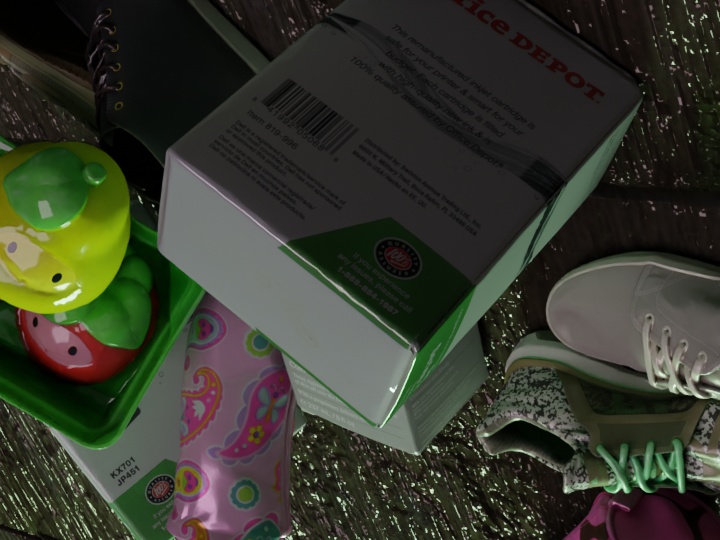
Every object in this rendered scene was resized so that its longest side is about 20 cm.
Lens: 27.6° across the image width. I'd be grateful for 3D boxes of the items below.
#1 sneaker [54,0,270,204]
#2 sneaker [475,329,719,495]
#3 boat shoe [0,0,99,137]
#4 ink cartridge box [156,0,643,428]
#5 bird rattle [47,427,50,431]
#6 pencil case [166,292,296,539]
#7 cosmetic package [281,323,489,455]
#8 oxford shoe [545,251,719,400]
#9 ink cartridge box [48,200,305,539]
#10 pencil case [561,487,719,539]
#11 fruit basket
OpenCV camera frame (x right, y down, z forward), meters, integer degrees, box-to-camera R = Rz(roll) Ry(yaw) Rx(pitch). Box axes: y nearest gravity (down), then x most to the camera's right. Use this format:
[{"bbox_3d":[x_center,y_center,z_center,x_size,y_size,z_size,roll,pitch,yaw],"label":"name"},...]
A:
[{"bbox_3d":[-0.145,-0.132,0.879,0.200,0.106,0.075,39,145,10],"label":"sneaker"},{"bbox_3d":[0.150,0.102,0.816,0.199,0.089,0.077,14,134,38],"label":"sneaker"},{"bbox_3d":[-0.185,-0.132,0.955,0.200,0.073,0.063,33,139,6],"label":"boat shoe"},{"bbox_3d":[0.021,-0.049,0.706,0.146,0.200,0.083,38,148,13],"label":"ink cartridge box"},{"bbox_3d":[-0.207,0.066,1.156,0.162,0.113,0.201,10,137,18],"label":"bird rattle"},{"bbox_3d":[-0.075,0.081,0.961,0.087,0.087,0.202,8,91,41],"label":"pencil case"},{"bbox_3d":[0.000,0.000,0.876,0.106,0.090,0.201,17,139,39],"label":"cosmetic package"},{"bbox_3d":[0.173,0.037,0.756,0.199,0.058,0.076,11,135,43],"label":"oxford shoe"},{"bbox_3d":[-0.157,0.071,1.033,0.201,0.146,0.083,53,168,-10],"label":"ink cartridge box"},{"bbox_3d":[0.150,0.199,0.920,0.094,0.090,0.200,52,145,16],"label":"pencil case"},{"bbox_3d":[-0.195,-0.003,0.865,0.214,0.156,0.216,31,177,2],"label":"fruit basket"}]
